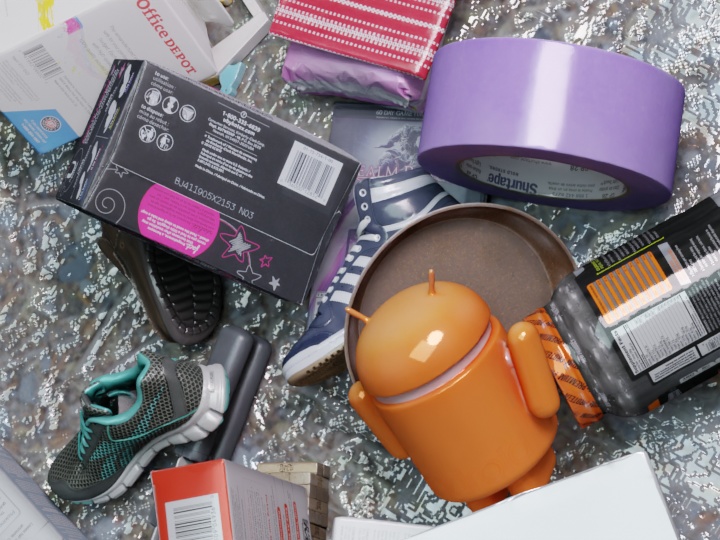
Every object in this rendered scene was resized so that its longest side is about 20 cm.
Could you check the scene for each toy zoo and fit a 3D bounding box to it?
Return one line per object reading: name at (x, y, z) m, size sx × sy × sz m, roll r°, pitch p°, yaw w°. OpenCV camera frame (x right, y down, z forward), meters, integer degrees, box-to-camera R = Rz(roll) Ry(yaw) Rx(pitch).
toy zoo at (-0.162, -0.230, 1.890) m, size 0.131 × 0.020 × 0.201 m, roll -34°, pitch 71°, yaw 8°

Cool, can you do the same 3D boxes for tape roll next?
tape roll at (0.147, -0.110, 1.678) m, size 0.199 × 0.200 × 0.086 m, roll 7°, pitch 81°, yaw 18°

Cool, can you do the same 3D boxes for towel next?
towel at (0.022, -0.263, 1.758) m, size 0.144 × 0.022 × 0.201 m, roll 17°, pitch 81°, yaw 18°

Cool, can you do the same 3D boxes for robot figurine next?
robot figurine at (0.074, 0.091, 1.634) m, size 0.117 × 0.144 × 0.200 m, roll -40°, pitch 110°, yaw -17°

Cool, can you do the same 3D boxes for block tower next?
block tower at (-0.061, 0.255, 1.741) m, size 0.057 × 0.054 × 0.201 m, roll -3°, pitch 77°, yaw 17°

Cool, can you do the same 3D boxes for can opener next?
can opener at (-0.114, 0.148, 1.775) m, size 0.067 × 0.053 × 0.201 m, roll 17°, pitch 83°, yaw 39°

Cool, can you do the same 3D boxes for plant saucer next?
plant saucer at (0.079, 0.040, 1.703) m, size 0.199 × 0.034 × 0.202 m, roll -4°, pitch 108°, yaw -14°

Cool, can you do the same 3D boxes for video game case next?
video game case at (0.035, -0.038, 1.793) m, size 0.142 × 0.019 × 0.201 m, roll 4°, pitch 81°, yaw 17°

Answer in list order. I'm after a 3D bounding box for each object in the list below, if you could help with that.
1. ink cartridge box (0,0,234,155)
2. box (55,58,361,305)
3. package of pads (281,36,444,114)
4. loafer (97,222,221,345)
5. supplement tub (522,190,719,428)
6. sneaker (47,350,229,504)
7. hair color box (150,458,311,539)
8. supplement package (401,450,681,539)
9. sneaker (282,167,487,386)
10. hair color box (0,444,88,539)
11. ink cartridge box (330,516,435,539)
ink cartridge box at (-0.218, -0.214, 1.809) m, size 0.199 × 0.129 × 0.126 m, roll -23°, pitch 51°, yaw 10°
box at (-0.123, -0.073, 1.746) m, size 0.199 × 0.115 × 0.133 m, roll 24°, pitch 87°, yaw -21°
package of pads at (0.019, -0.235, 1.802) m, size 0.120 × 0.076 × 0.201 m, roll 11°, pitch 78°, yaw 19°
loafer at (-0.179, -0.024, 1.836) m, size 0.071 × 0.073 × 0.201 m, roll -37°, pitch 69°, yaw 45°
supplement tub at (0.232, 0.031, 1.655) m, size 0.199 × 0.123 × 0.123 m, roll -28°, pitch 72°, yaw 3°
sneaker at (-0.200, 0.120, 1.765) m, size 0.200 × 0.091 × 0.078 m, roll -37°, pitch 44°, yaw 30°
hair color box at (-0.091, 0.204, 1.625) m, size 0.061 × 0.200 × 0.102 m, roll -11°, pitch 75°, yaw 14°
supplement package at (0.143, 0.242, 1.585) m, size 0.190 × 0.200 × 0.148 m, roll -20°, pitch 77°, yaw 1°
sneaker at (0.000, 0.000, 1.747) m, size 0.200 × 0.070 × 0.109 m, roll -36°, pitch 76°, yaw 0°
hair color box at (-0.288, 0.238, 1.809) m, size 0.099 × 0.061 × 0.200 m, roll -47°, pitch 70°, yaw 3°
ink cartridge box at (0.068, 0.284, 1.710) m, size 0.199 × 0.047 × 0.161 m, roll 6°, pitch 80°, yaw 5°
